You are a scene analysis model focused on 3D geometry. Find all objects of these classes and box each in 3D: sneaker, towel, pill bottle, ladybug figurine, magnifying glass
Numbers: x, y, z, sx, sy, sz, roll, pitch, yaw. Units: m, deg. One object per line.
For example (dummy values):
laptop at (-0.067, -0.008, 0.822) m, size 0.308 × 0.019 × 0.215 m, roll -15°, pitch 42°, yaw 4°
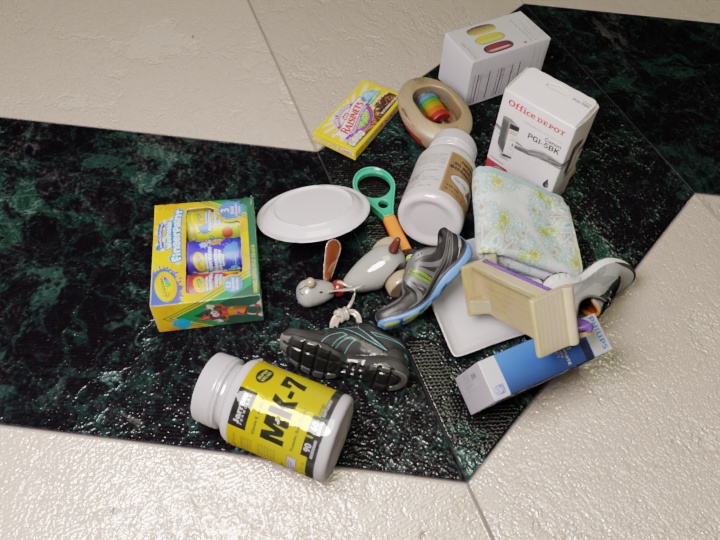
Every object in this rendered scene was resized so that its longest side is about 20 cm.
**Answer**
sneaker at (0.088, 0.013, 0.965) m, size 0.083 × 0.071 × 0.200 m, roll 43°, pitch 70°, yaw 4°
towel at (0.274, -0.074, 1.047) m, size 0.196 × 0.048 × 0.174 m, roll 16°, pitch 52°, yaw -18°
pill bottle at (0.143, -0.152, 1.103) m, size 0.112 × 0.116 × 0.202 m, roll 16°, pitch 51°, yaw 9°
sneaker at (0.364, 0.038, 0.983) m, size 0.196 × 0.075 × 0.079 m, roll -16°, pitch 41°, yaw -29°
ladybug figurine at (0.142, -0.301, 1.241) m, size 0.133 × 0.073 × 0.203 m, roll -14°, pitch 55°, yaw -14°
sneaker at (-0.022, 0.117, 0.931) m, size 0.195 × 0.076 × 0.080 m, roll 16°, pitch 46°, yaw -3°
pill bottle at (-0.116, 0.189, 0.839) m, size 0.196 × 0.115 × 0.116 m, roll 18°, pitch 54°, yaw 11°
magnifying glass at (0.043, -0.110, 1.125) m, size 0.078 × 0.023 × 0.203 m, roll -14°, pitch 58°, yaw -13°

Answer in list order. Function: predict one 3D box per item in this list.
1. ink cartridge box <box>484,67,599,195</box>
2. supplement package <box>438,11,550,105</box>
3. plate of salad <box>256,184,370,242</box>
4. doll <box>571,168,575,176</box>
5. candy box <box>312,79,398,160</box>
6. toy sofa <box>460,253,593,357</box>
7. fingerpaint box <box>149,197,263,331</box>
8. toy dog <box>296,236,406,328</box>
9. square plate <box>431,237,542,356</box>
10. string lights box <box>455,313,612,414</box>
ink cartridge box at (0.310, -0.227, 1.115) m, size 0.146 × 0.202 × 0.083 m, roll 37°, pitch 60°, yaw 23°
supplement package at (0.279, -0.447, 1.333) m, size 0.196 × 0.111 × 0.115 m, roll -23°, pitch 57°, yaw -19°
plate of salad at (-0.080, -0.093, 1.085) m, size 0.195 × 0.049 × 0.202 m, roll -4°, pitch 33°, yaw 3°
doll at (0.371, -0.260, 1.238) m, size 0.133 × 0.049 × 0.203 m, roll -9°, pitch 54°, yaw -8°
candy box at (-0.001, -0.306, 1.266) m, size 0.101 × 0.027 × 0.201 m, roll 25°, pitch 56°, yaw 19°
toy sofa at (0.230, 0.038, 0.889) m, size 0.096 × 0.085 × 0.200 m, roll -18°, pitch 19°, yaw -14°
fingerpaint box at (-0.243, -0.015, 1.007) m, size 0.162 × 0.074 × 0.203 m, roll -5°, pitch 54°, yaw -7°
toy dog at (0.000, 0.000, 0.995) m, size 0.199 × 0.097 × 0.132 m, roll -36°, pitch 62°, yaw -26°
square plate at (0.199, 0.035, 1.024) m, size 0.195 × 0.029 × 0.201 m, roll -14°, pitch 56°, yaw -13°
string lights box at (0.244, 0.133, 0.900) m, size 0.196 × 0.103 × 0.060 m, roll -19°, pitch 73°, yaw -16°
